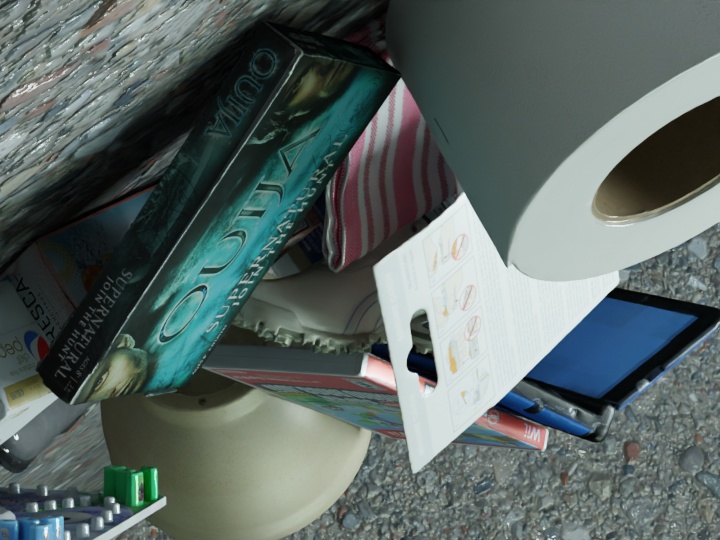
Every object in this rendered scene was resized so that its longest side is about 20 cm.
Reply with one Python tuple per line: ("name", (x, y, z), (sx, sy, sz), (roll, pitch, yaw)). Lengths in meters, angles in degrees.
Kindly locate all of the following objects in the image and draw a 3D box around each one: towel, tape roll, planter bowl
("towel", (0.054, -0.096, 1.124), (0.199, 0.030, 0.147), (-32, 142, -38))
("tape roll", (0.130, -0.108, 0.984), (0.201, 0.140, 0.203), (-23, 157, -11))
("planter bowl", (-0.099, 0.076, 1.405), (0.199, 0.200, 0.135), (-35, 148, -11))

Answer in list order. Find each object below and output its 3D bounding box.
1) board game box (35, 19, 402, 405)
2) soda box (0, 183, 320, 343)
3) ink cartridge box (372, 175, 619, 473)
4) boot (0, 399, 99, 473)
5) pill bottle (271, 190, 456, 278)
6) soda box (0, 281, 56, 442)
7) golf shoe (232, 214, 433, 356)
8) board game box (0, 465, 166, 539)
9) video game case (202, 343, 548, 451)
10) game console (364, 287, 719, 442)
("board game box", (-0.066, -0.025, 0.958), (0.201, 0.028, 0.135), (-56, 164, 13))
("soda box", (-0.110, -0.006, 1.073), (0.068, 0.064, 0.200), (-39, 174, 38))
("ink cartridge box", (0.070, -0.005, 1.143), (0.200, 0.047, 0.161), (-40, 137, -30))
("boot", (-0.176, 0.048, 1.234), (0.132, 0.070, 0.200), (-42, -177, 10))
("pill bottle", (0.026, -0.058, 1.269), (0.199, 0.111, 0.111), (-36, 176, 0))
("soda box", (-0.240, 0.091, 0.991), (0.200, 0.064, 0.068), (-38, 175, 23))
("golf shoe", (0.000, 0.000, 1.173), (0.199, 0.098, 0.078), (0, -172, -45))
("board game box", (-0.237, 0.138, 1.157), (0.198, 0.026, 0.200), (1, -175, 13))
("video game case", (0.011, 0.084, 1.298), (0.142, 0.018, 0.199), (1, 164, 42))
("game console", (0.114, 0.038, 1.346), (0.119, 0.170, 0.200), (-66, -157, -5))
